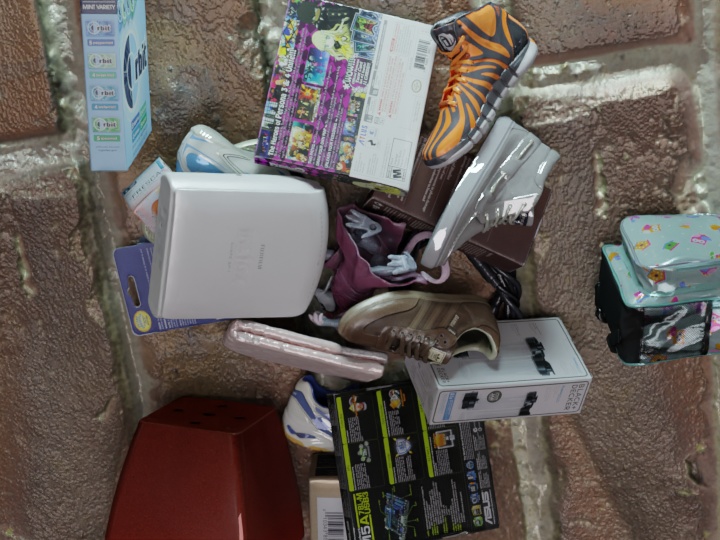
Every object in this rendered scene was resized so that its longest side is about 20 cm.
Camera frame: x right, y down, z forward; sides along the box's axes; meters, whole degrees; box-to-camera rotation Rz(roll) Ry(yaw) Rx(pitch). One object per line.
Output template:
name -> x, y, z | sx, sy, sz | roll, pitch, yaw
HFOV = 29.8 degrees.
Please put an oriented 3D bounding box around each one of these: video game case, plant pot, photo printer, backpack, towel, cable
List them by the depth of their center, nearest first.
photo printer -> -0.132, -0.027, 1.519 | 0.198, 0.069, 0.168 | 0, 111, -26
video game case -> -0.014, -0.200, 1.538 | 0.179, 0.036, 0.202 | 12, 79, -3
backpack -> 0.390, 0.019, 1.587 | 0.198, 0.176, 0.155 | 3, 115, -4
towel -> -0.071, 0.097, 1.627 | 0.189, 0.200, 0.033 | 14, 81, -6
cable -> 0.117, 0.023, 1.662 | 0.161, 0.051, 0.202 | -7, 110, 4
plant pot -> -0.188, 0.262, 1.676 | 0.198, 0.200, 0.178 | 6, 100, 17

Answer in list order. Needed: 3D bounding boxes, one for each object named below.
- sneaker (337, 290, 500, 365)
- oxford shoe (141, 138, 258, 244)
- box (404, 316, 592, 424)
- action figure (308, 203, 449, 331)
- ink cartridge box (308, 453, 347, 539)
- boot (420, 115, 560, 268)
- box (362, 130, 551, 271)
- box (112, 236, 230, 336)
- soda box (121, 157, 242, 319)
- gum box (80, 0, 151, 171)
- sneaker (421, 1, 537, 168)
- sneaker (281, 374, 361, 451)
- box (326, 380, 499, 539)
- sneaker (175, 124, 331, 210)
sneaker -> 0.074, 0.070, 1.553 | 0.198, 0.076, 0.071 | -4, 141, -24
oxford shoe -> -0.177, -0.100, 1.624 | 0.199, 0.058, 0.076 | -32, 109, -3
box -> 0.164, 0.119, 1.628 | 0.198, 0.117, 0.061 | -4, 130, -18
action figure -> 0.000, 0.000, 1.621 | 0.147, 0.135, 0.200 | -3, 153, -19
ink cartridge box -> 0.016, 0.344, 1.774 | 0.163, 0.075, 0.202 | 0, 110, 3
boot -> 0.151, -0.072, 1.522 | 0.095, 0.074, 0.201 | 30, 77, 1
box -> 0.113, -0.085, 1.592 | 0.199, 0.075, 0.101 | 24, 80, -5
box -> -0.197, 0.007, 1.674 | 0.198, 0.032, 0.122 | -10, 110, 3
soda box -> -0.186, -0.035, 1.574 | 0.064, 0.068, 0.200 | -42, 122, -1
gum box -> -0.271, -0.231, 1.513 | 0.044, 0.170, 0.202 | 0, 110, 1
sneaker -> 0.107, -0.218, 1.523 | 0.112, 0.077, 0.201 | 42, 71, -25
sneaker -> 0.002, 0.194, 1.717 | 0.198, 0.075, 0.089 | 15, 110, -5
box -> 0.066, 0.237, 1.680 | 0.191, 0.047, 0.202 | -8, 86, -14
sneaker -> -0.125, -0.102, 1.572 | 0.199, 0.072, 0.073 | 24, 104, -27
